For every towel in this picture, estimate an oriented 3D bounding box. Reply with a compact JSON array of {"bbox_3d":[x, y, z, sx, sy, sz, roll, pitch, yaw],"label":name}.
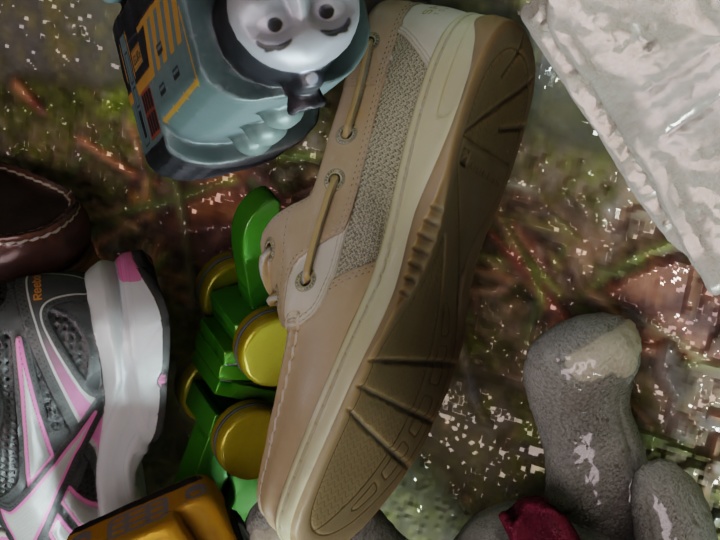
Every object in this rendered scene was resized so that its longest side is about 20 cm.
[{"bbox_3d":[0.162,-0.087,0.776,0.199,0.034,0.133,-30,99,29],"label":"towel"}]

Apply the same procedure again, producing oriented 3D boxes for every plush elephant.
[{"bbox_3d":[0.064,0.148,0.832,0.164,0.155,0.201,-23,110,5],"label":"plush elephant"}]

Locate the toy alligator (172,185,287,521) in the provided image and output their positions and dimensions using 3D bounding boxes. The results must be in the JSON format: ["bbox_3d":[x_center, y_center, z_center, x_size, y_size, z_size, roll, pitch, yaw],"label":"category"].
[{"bbox_3d":[-0.041,0.062,0.912,0.054,0.059,0.201,4,113,-25],"label":"toy alligator"}]

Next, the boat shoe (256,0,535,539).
[{"bbox_3d":[0.000,0.000,0.825,0.065,0.072,0.201,15,82,27],"label":"boat shoe"}]

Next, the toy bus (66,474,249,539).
[{"bbox_3d":[-0.044,0.182,0.877,0.065,0.078,0.201,-23,107,2],"label":"toy bus"}]

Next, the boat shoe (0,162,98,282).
[{"bbox_3d":[-0.199,-0.030,0.932,0.199,0.070,0.071,6,118,21],"label":"boat shoe"}]

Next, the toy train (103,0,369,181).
[{"bbox_3d":[-0.044,-0.096,0.780,0.085,0.200,0.115,-15,88,-15],"label":"toy train"}]

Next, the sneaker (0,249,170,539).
[{"bbox_3d":[-0.126,0.076,0.918,0.086,0.080,0.201,0,122,-11],"label":"sneaker"}]
